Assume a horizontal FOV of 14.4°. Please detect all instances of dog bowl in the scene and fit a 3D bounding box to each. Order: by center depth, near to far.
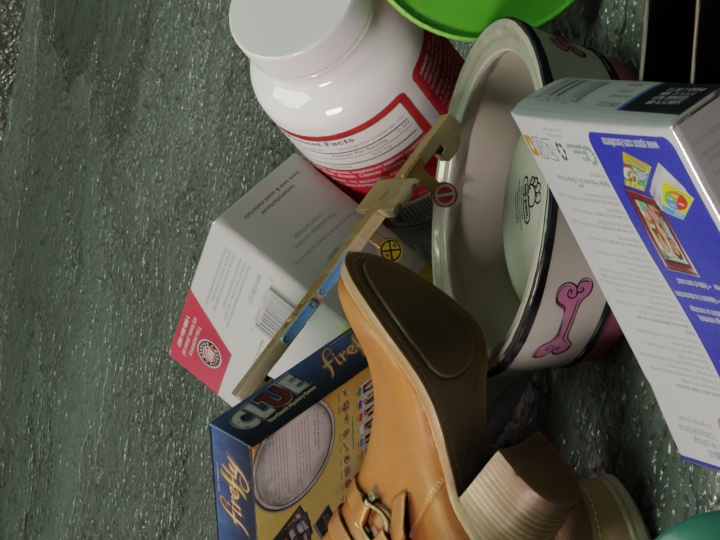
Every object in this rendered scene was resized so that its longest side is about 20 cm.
[{"bbox_3d":[0.103,-0.037,1.589,0.200,0.073,0.202,-175,90,-74],"label":"dog bowl"}]

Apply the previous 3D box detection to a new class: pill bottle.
[{"bbox_3d":[0.004,-0.110,1.710,0.200,0.112,0.113,47,-151,-50],"label":"pill bottle"}]

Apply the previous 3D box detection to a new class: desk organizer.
[{"bbox_3d":[0.195,-0.100,1.274,0.200,0.076,0.072,-177,91,-74],"label":"desk organizer"}]

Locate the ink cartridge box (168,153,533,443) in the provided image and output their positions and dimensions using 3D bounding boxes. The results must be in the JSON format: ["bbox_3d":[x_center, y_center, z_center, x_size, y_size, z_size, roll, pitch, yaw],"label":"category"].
[{"bbox_3d":[-0.005,0.051,1.727,0.083,0.200,0.145,-41,-15,-37],"label":"ink cartridge box"}]

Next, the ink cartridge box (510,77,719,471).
[{"bbox_3d":[0.162,0.006,1.328,0.201,0.047,0.197,60,166,-14],"label":"ink cartridge box"}]

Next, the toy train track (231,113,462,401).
[{"bbox_3d":[0.000,0.000,1.621,0.200,0.032,0.115,-52,9,-5],"label":"toy train track"}]

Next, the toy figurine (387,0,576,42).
[{"bbox_3d":[0.075,-0.248,1.689,0.201,0.149,0.184,-59,12,11],"label":"toy figurine"}]

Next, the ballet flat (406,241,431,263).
[{"bbox_3d":[0.022,0.049,1.894,0.201,0.071,0.072,111,157,-50],"label":"ballet flat"}]

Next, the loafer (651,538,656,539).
[{"bbox_3d":[0.081,0.198,1.424,0.063,0.199,0.072,69,-171,24],"label":"loafer"}]

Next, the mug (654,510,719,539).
[{"bbox_3d":[0.170,0.164,1.220,0.152,0.114,0.186,-129,45,-68],"label":"mug"}]

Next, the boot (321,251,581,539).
[{"bbox_3d":[0.017,0.105,1.544,0.155,0.073,0.201,-52,59,33],"label":"boot"}]

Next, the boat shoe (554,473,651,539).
[{"bbox_3d":[0.116,0.196,1.484,0.074,0.069,0.201,117,152,-54],"label":"boat shoe"}]

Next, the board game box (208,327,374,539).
[{"bbox_3d":[-0.023,0.141,1.637,0.034,0.135,0.201,26,133,34],"label":"board game box"}]
